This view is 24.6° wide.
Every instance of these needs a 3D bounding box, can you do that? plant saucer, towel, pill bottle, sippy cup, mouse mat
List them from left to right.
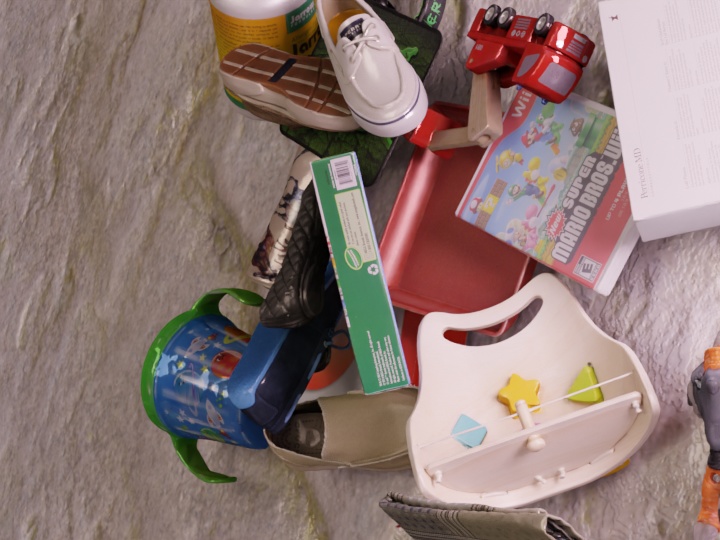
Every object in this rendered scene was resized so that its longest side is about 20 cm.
[{"bbox_3d":[-0.133,0.120,1.688,0.130,0.179,0.140,18,47,40],"label":"sippy cup"},{"bbox_3d":[-0.098,-0.264,1.708,0.201,0.112,0.113,84,160,-43],"label":"pill bottle"},{"bbox_3d":[-0.004,-0.180,1.602,0.200,0.007,0.162,35,101,52],"label":"mouse mat"},{"bbox_3d":[0.106,-0.048,1.521,0.199,0.037,0.201,17,86,50],"label":"plant saucer"},{"bbox_3d":[0.135,0.231,1.288,0.199,0.193,0.035,-2,51,51],"label":"towel"}]

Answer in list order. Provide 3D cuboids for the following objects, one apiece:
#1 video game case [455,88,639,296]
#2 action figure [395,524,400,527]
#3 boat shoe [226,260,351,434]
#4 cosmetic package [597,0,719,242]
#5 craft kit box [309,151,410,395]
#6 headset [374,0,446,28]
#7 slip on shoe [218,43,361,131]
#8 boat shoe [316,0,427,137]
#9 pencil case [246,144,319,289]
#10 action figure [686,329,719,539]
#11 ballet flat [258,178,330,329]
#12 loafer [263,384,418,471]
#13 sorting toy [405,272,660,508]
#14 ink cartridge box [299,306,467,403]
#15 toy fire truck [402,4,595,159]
[{"bbox_3d":[0.175,-0.078,1.416,0.200,0.017,0.144,32,97,50],"label":"video game case"},{"bbox_3d":[0.097,0.168,1.424,0.065,0.099,0.202,5,84,50],"label":"action figure"},{"bbox_3d":[-0.063,0.073,1.557,0.084,0.069,0.200,-13,32,45],"label":"boat shoe"},{"bbox_3d":[0.277,-0.136,1.305,0.150,0.052,0.201,-11,65,14],"label":"cosmetic package"},{"bbox_3d":[0.000,0.000,1.448,0.048,0.198,0.202,-13,91,3],"label":"craft kit box"},{"bbox_3d":[0.011,-0.284,1.676,0.124,0.094,0.200,-61,36,14],"label":"headset"},{"bbox_3d":[-0.059,-0.167,1.616,0.199,0.061,0.076,20,55,38],"label":"slip on shoe"},{"bbox_3d":[0.003,-0.201,1.524,0.071,0.070,0.201,-27,44,5],"label":"boat shoe"},{"bbox_3d":[-0.046,-0.065,1.671,0.089,0.077,0.201,-150,82,-79],"label":"pencil case"},{"bbox_3d":[0.302,0.123,1.198,0.199,0.104,0.195,-17,74,47],"label":"action figure"},{"bbox_3d":[-0.055,-0.024,1.549,0.056,0.067,0.201,-11,37,20],"label":"ballet flat"},{"bbox_3d":[-0.007,0.149,1.523,0.199,0.068,0.076,-15,71,30],"label":"loafer"},{"bbox_3d":[0.129,0.091,1.368,0.199,0.107,0.181,-19,57,4],"label":"sorting toy"},{"bbox_3d":[0.012,0.107,1.576,0.199,0.050,0.164,-2,76,52],"label":"ink cartridge box"},{"bbox_3d":[0.116,-0.161,1.470,0.200,0.049,0.142,28,94,61],"label":"toy fire truck"}]
